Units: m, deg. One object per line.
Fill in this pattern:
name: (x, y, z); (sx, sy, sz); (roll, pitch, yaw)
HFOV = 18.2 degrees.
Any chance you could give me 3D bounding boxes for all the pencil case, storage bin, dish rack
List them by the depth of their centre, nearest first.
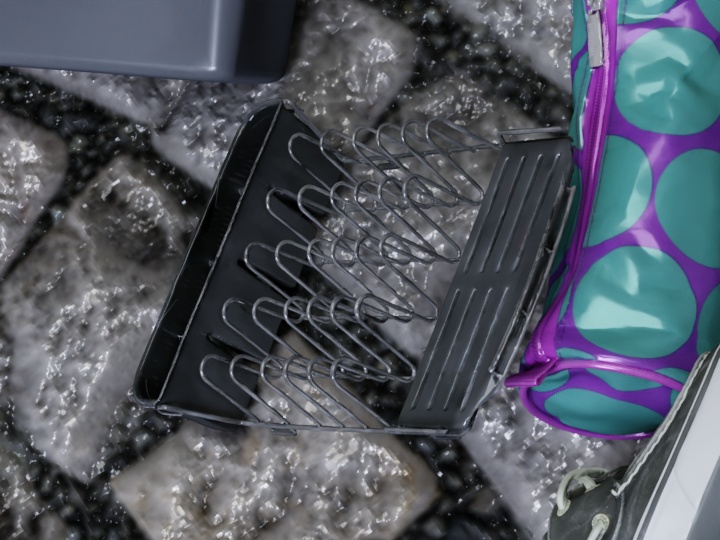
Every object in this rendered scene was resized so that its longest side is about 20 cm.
dish rack: (0.000, 0.000, 0.945); (0.200, 0.055, 0.154); (-2, 63, 52)
pencil case: (0.117, -0.032, 0.951); (0.085, 0.092, 0.200); (-18, 57, 52)
storage bin: (-0.113, -0.159, 1.060); (0.200, 0.146, 0.135); (7, 96, 18)

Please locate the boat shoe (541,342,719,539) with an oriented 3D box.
boat shoe: (0.101, 0.109, 0.880); (0.064, 0.071, 0.200); (27, 98, 23)
